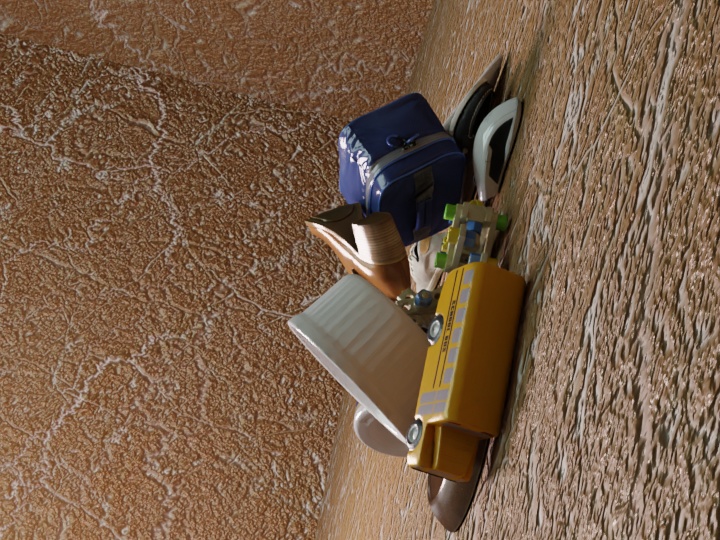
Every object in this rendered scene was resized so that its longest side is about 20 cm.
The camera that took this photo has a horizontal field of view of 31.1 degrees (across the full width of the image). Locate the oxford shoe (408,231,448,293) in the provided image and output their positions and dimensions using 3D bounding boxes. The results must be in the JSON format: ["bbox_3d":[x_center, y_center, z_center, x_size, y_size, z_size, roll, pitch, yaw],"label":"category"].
[{"bbox_3d":[0.102,-0.016,2.019,0.200,0.057,0.076,107,174,-71],"label":"oxford shoe"}]

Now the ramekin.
[{"bbox_3d":[0.019,0.097,1.478,0.098,0.200,0.200,-45,-1,-8],"label":"ramekin"}]

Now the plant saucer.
[{"bbox_3d":[0.104,0.175,1.369,0.200,0.032,0.202,-167,90,-87],"label":"plant saucer"}]

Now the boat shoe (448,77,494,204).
[{"bbox_3d":[0.151,-0.168,1.766,0.074,0.060,0.201,-31,-31,-47],"label":"boat shoe"}]

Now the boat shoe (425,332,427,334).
[{"bbox_3d":[0.108,0.065,1.467,0.200,0.062,0.073,114,170,-74],"label":"boat shoe"}]

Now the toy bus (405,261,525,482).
[{"bbox_3d":[0.103,0.099,1.252,0.078,0.065,0.201,-22,52,60],"label":"toy bus"}]

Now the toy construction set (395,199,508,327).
[{"bbox_3d":[0.114,-0.005,1.505,0.200,0.092,0.132,124,162,-52],"label":"toy construction set"}]

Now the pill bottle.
[{"bbox_3d":[0.058,0.129,1.667,0.111,0.110,0.201,107,176,-47],"label":"pill bottle"}]

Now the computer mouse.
[{"bbox_3d":[0.155,-0.127,1.625,0.110,0.044,0.201,-80,4,-66],"label":"computer mouse"}]

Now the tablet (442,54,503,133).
[{"bbox_3d":[0.144,-0.208,1.833,0.200,0.014,0.130,-53,-13,-35],"label":"tablet"}]

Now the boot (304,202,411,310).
[{"bbox_3d":[0.000,0.000,1.646,0.200,0.073,0.156,21,130,63],"label":"boot"}]

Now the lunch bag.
[{"bbox_3d":[0.059,-0.121,1.674,0.133,0.135,0.200,57,166,26],"label":"lunch bag"}]
